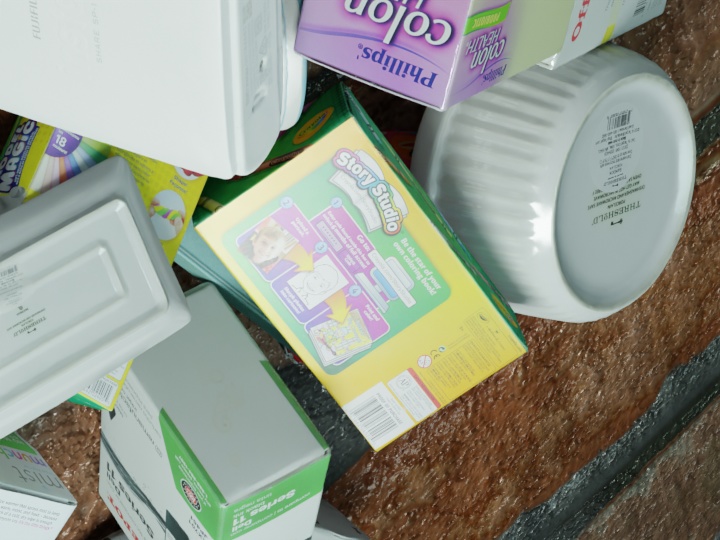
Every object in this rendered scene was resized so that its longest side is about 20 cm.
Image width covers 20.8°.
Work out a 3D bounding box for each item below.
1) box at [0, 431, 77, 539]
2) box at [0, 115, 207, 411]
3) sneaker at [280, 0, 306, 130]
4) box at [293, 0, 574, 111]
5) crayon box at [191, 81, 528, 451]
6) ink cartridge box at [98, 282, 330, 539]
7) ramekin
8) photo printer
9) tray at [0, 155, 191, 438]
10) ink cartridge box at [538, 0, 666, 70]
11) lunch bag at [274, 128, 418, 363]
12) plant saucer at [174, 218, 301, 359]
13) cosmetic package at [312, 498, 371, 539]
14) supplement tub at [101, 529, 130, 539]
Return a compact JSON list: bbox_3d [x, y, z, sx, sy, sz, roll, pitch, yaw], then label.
[{"bbox_3d":[-0.298,0.166,1.160,0.199,0.097,0.177,24,101,-52],"label":"box"},{"bbox_3d":[-0.156,-0.036,1.122,0.117,0.048,0.201,36,71,-42],"label":"box"},{"bbox_3d":[-0.101,-0.165,1.070,0.129,0.080,0.202,-12,112,-9],"label":"sneaker"},{"bbox_3d":[0.062,-0.211,1.070,0.176,0.096,0.202,-33,140,-59],"label":"box"},{"bbox_3d":[0.000,0.000,1.209,0.118,0.058,0.200,-34,114,9],"label":"crayon box"},{"bbox_3d":[-0.099,0.130,1.261,0.083,0.147,0.201,-26,152,-24],"label":"ink cartridge box"},{"bbox_3d":[0.134,-0.061,1.294,0.199,0.105,0.202,-19,117,-42],"label":"ramekin"},{"bbox_3d":[-0.138,-0.145,0.987,0.070,0.198,0.167,-54,155,-42],"label":"photo printer"},{"bbox_3d":[-0.181,0.026,1.052,0.199,0.022,0.108,-32,107,-32],"label":"tray"},{"bbox_3d":[0.143,-0.225,1.244,0.200,0.083,0.146,-31,141,-58],"label":"ink cartridge box"},{"bbox_3d":[0.020,-0.009,1.365,0.199,0.082,0.177,-7,129,-41],"label":"lunch bag"},{"bbox_3d":[-0.071,-0.013,1.237,0.200,0.019,0.070,39,90,-25],"label":"plant saucer"},{"bbox_3d":[-0.088,0.261,1.484,0.201,0.074,0.101,-57,143,5],"label":"cosmetic package"},{"bbox_3d":[-0.120,0.281,1.347,0.122,0.200,0.123,-32,149,-22],"label":"supplement tub"}]
